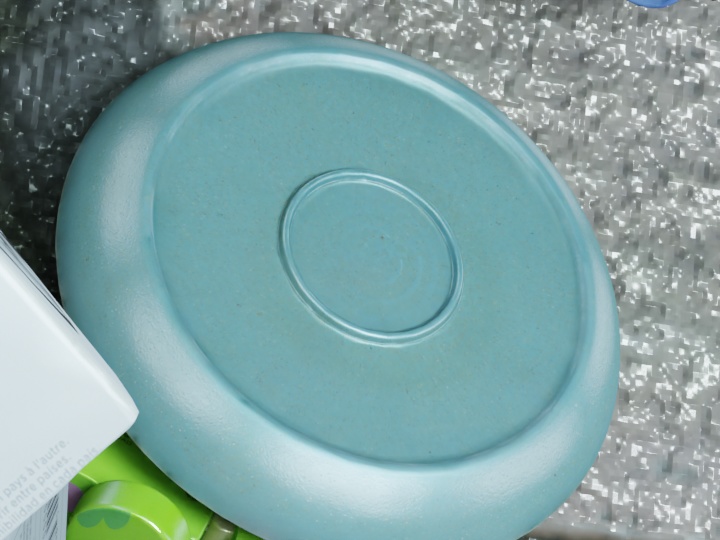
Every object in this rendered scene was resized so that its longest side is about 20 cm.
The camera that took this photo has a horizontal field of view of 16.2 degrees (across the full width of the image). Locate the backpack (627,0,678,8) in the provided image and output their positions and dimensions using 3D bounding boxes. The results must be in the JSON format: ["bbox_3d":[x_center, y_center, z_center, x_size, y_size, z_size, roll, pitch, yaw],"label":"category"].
[{"bbox_3d":[0.110,-0.204,0.826,0.183,0.200,0.147,46,28,0],"label":"backpack"}]

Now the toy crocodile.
[{"bbox_3d":[-0.037,0.094,0.809,0.200,0.062,0.068,28,38,-6],"label":"toy crocodile"}]

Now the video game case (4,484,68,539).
[{"bbox_3d":[-0.114,0.158,0.665,0.022,0.200,0.183,13,40,4],"label":"video game case"}]

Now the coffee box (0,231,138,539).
[{"bbox_3d":[-0.211,0.002,0.635,0.200,0.200,0.198,-41,115,-3],"label":"coffee box"}]

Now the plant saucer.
[{"bbox_3d":[0.000,0.000,0.825,0.199,0.027,0.201,11,56,-17],"label":"plant saucer"}]
